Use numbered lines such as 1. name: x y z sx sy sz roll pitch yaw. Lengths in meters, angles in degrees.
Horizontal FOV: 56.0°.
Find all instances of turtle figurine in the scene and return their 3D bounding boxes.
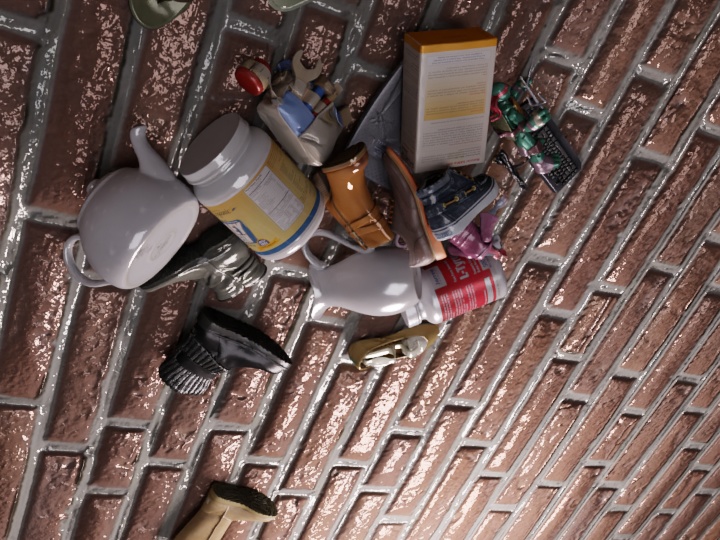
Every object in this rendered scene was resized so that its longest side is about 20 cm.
1. turtle figurine: 0.261 -0.255 1.106 0.100 0.151 0.200 -20 135 21

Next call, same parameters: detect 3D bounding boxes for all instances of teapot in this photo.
1. teapot: -0.352 -0.079 1.016 0.146 0.198 0.200 37 64 3

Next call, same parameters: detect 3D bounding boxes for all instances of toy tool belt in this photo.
1. toy tool belt: -0.092 -0.263 1.019 0.123 0.124 0.200 -55 132 -19

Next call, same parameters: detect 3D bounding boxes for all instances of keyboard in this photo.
1. keyboard: 0.318 -0.209 1.238 0.127 0.021 0.200 -43 124 11

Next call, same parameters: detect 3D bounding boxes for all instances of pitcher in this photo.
1. pitcher: 0.000 0.000 1.193 0.198 0.122 0.173 -5 120 15

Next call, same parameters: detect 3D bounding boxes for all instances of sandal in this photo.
1. sandal: -0.228 -0.401 0.901 0.200 0.057 0.080 -36 126 6

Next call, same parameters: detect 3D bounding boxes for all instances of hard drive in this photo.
1. hard drive: 0.063 -0.239 1.116 0.134 0.042 0.201 24 111 -30

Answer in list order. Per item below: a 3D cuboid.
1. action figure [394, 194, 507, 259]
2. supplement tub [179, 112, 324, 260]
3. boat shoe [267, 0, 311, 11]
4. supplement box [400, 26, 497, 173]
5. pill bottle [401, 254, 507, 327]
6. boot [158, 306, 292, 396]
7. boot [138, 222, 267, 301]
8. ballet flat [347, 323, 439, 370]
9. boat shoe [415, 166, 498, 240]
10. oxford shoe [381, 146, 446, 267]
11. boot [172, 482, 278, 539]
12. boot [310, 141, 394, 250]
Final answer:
1. action figure: 0.178 -0.074 1.194 0.199 0.149 0.134 33 128 -4
2. supplement tub: -0.165 -0.128 1.047 0.144 0.145 0.200 -39 125 8
3. boat shoe: -0.043 -0.426 0.946 0.199 0.061 0.072 -20 138 -6
4. supplement box: 0.132 -0.263 1.051 0.125 0.074 0.202 -10 125 -16
5. pill bottle: 0.167 0.032 1.285 0.198 0.113 0.113 -22 126 -5
6. boot: -0.248 0.174 1.253 0.210 0.080 0.159 31 102 -21
7. boot: -0.266 0.013 1.157 0.198 0.068 0.131 -26 132 1
8. ballet flat: 0.075 0.161 1.368 0.198 0.063 0.069 -14 126 -10
9. boat shoe: 0.160 -0.134 1.093 0.070 0.200 0.092 -15 110 38
10. oxford shoe: 0.070 -0.101 1.101 0.072 0.071 0.202 -23 92 9
11. boot: -0.303 0.570 1.508 0.174 0.066 0.201 27 110 -18
12. boot: -0.001 -0.107 1.059 0.077 0.200 0.156 -38 97 -24
